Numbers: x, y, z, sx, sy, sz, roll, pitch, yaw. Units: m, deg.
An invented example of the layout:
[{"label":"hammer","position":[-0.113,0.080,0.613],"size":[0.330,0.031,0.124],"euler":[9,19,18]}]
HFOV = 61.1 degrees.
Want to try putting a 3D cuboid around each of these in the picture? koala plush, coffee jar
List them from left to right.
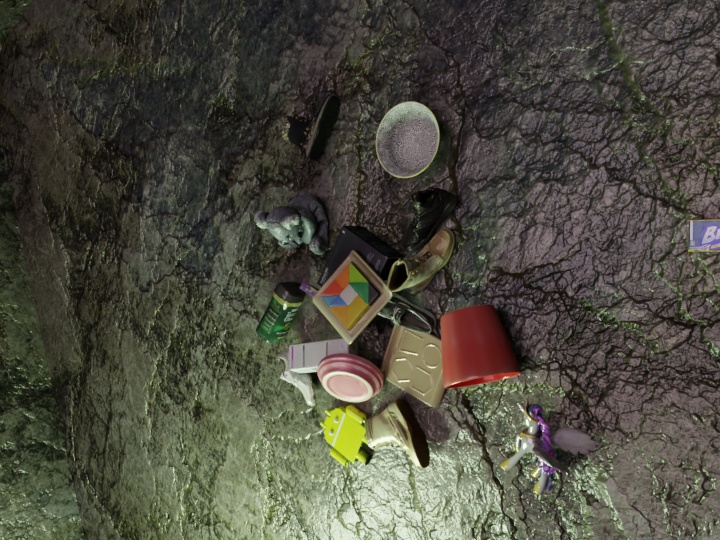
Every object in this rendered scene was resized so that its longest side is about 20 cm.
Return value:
[{"label":"coffee jar","position":[-0.254,0.131,1.963],"size":[0.085,0.104,0.201],"euler":[37,113,26]},{"label":"koala plush","position":[-0.213,-0.148,1.866],"size":[0.176,0.199,0.186],"euler":[10,97,35]}]

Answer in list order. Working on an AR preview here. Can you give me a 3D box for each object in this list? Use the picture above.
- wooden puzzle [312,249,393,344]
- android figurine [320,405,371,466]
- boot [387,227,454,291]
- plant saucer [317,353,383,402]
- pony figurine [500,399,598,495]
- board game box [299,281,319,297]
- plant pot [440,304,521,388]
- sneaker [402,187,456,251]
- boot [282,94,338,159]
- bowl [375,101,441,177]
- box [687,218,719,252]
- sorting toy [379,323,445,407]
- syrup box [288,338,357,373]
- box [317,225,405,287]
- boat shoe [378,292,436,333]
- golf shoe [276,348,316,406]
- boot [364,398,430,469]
[{"label":"wooden puzzle","position":[-0.028,0.072,1.690],"size":[0.200,0.037,0.185],"euler":[-51,62,14]},{"label":"android figurine","position":[-0.040,0.498,1.861],"size":[0.199,0.041,0.184],"euler":[31,109,29]},{"label":"boot","position":[0.161,-0.026,1.626],"size":[0.072,0.154,0.201],"euler":[44,115,26]},{"label":"plant saucer","position":[-0.033,0.319,1.765],"size":[0.199,0.201,0.051],"euler":[-21,35,34]},{"label":"pony figurine","position":[0.437,0.431,1.461],"size":[0.192,0.166,0.202],"euler":[32,125,39]},{"label":"board game box","position":[-0.080,0.101,1.818],"size":[0.199,0.120,0.032],"euler":[31,85,36]},{"label":"plant pot","position":[0.286,0.190,1.533],"size":[0.199,0.200,0.179],"euler":[-22,70,34]},{"label":"sneaker","position":[0.157,-0.144,1.644],"size":[0.200,0.114,0.077],"euler":[-51,36,26]},{"label":"boot","position":[-0.160,-0.466,1.896],"size":[0.153,0.073,0.205],"euler":[36,112,32]},{"label":"bowl","position":[0.148,-0.349,1.663],"size":[0.199,0.094,0.203],"euler":[1,92,35]},{"label":"box","position":[0.777,-0.071,1.235],"size":[0.198,0.064,0.071],"euler":[1,92,36]},{"label":"sorting toy","position":[0.163,0.257,1.713],"size":[0.199,0.036,0.187],"euler":[24,106,28]},{"label":"syrup box","position":[-0.112,0.258,1.842],"size":[0.198,0.079,0.082],"euler":[-9,71,21]},{"label":"box","position":[0.000,0.000,1.775],"size":[0.182,0.104,0.201],"euler":[37,112,27]},{"label":"boat shoe","position":[0.113,0.114,1.670],"size":[0.198,0.071,0.073],"euler":[18,106,6]},{"label":"golf shoe","position":[-0.201,0.341,1.928],"size":[0.078,0.096,0.202],"euler":[101,149,-67]},{"label":"boot","position":[0.100,0.487,1.737],"size":[0.155,0.072,0.201],"euler":[-38,68,30]}]
